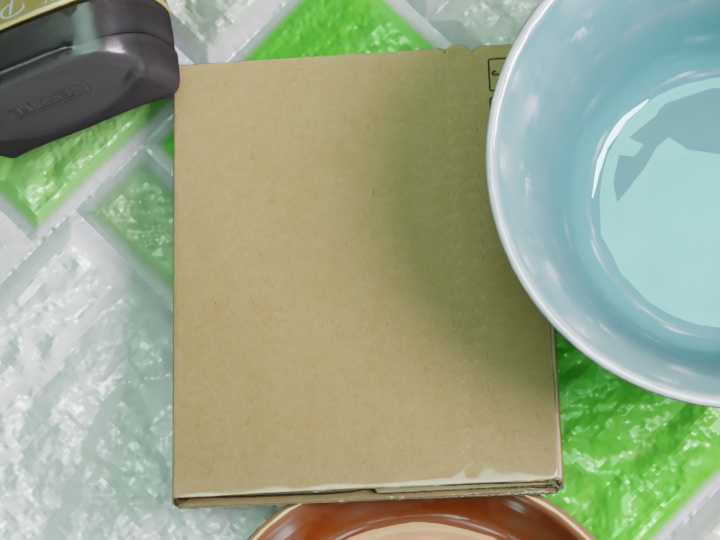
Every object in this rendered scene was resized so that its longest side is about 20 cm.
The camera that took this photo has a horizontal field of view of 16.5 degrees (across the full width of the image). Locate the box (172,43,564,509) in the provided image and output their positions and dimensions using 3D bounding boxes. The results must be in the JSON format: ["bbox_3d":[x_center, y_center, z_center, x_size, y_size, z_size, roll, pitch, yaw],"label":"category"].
[{"bbox_3d":[0.000,0.000,1.061,0.163,0.021,0.200,-3,69,4],"label":"box"}]

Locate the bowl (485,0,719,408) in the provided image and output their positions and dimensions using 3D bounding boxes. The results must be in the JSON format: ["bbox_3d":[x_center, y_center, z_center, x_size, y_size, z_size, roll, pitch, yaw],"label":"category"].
[{"bbox_3d":[0.151,-0.035,1.022,0.200,0.105,0.201,-1,78,4],"label":"bowl"}]

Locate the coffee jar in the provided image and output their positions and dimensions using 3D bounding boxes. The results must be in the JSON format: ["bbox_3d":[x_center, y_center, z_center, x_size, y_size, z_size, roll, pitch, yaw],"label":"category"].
[{"bbox_3d":[-0.150,-0.155,1.087,0.104,0.085,0.200,-20,77,14],"label":"coffee jar"}]

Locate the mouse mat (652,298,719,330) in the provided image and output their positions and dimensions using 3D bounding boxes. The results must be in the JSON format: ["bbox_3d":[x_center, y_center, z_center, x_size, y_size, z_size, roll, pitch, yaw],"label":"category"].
[{"bbox_3d":[0.227,0.005,1.065,0.200,0.008,0.161,29,83,9],"label":"mouse mat"}]

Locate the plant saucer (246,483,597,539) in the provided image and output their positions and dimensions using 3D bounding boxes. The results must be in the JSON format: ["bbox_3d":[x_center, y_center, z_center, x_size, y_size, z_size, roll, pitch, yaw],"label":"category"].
[{"bbox_3d":[0.025,0.181,1.036,0.200,0.032,0.201,-1,79,4],"label":"plant saucer"}]
